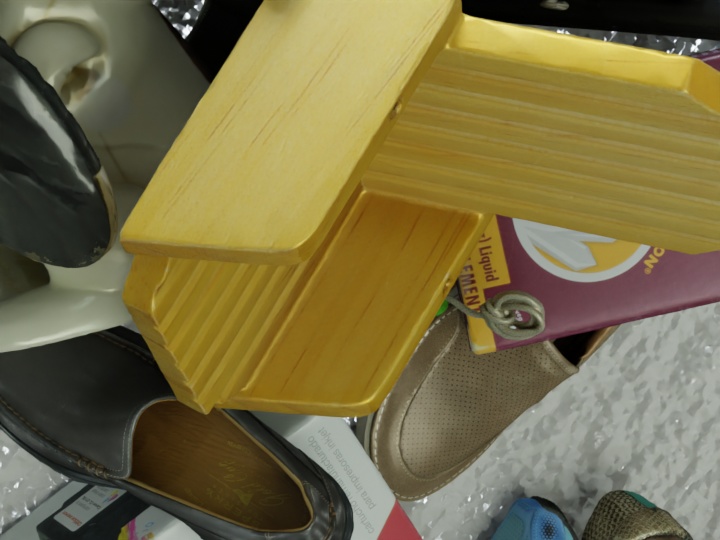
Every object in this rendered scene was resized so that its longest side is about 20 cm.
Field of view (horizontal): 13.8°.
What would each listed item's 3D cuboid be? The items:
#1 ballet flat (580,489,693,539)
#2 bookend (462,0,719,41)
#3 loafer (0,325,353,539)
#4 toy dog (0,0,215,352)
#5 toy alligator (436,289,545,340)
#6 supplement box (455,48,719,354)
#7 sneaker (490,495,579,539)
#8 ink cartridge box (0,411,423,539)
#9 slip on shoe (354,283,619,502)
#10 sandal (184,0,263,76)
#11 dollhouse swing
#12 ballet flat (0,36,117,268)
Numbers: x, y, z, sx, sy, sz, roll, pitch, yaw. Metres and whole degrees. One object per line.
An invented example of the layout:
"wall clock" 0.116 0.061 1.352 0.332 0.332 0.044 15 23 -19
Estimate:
"ballet flat" 0.115 0.201 1.512 0.068 0.075 0.200 7 111 -26
"bookend" 0.025 -0.151 1.142 0.199 0.200 0.092 6 91 -52
"loafer" -0.091 0.065 1.292 0.200 0.072 0.073 27 77 7
"toy dog" -0.113 -0.087 1.225 0.193 0.140 0.200 -12 106 -2
"toy alligator" 0.000 0.000 1.326 0.054 0.200 0.059 -55 140 -44
"supplement box" 0.136 -0.038 1.350 0.199 0.086 0.111 -13 93 4
"sneaker" 0.036 0.195 1.469 0.090 0.078 0.200 34 88 -24
"ink cartridge box" -0.076 0.154 1.387 0.200 0.083 0.146 -38 123 -8
"slip on shoe" 0.077 0.034 1.428 0.200 0.061 0.076 -46 124 -3
"sandal" -0.034 -0.118 1.300 0.080 0.057 0.201 13 104 12
"dollhouse swing" 0.037 -0.006 1.167 0.182 0.176 0.200 -59 164 -15
"ballet flat" -0.164 -0.082 1.146 0.066 0.057 0.200 -41 97 20
